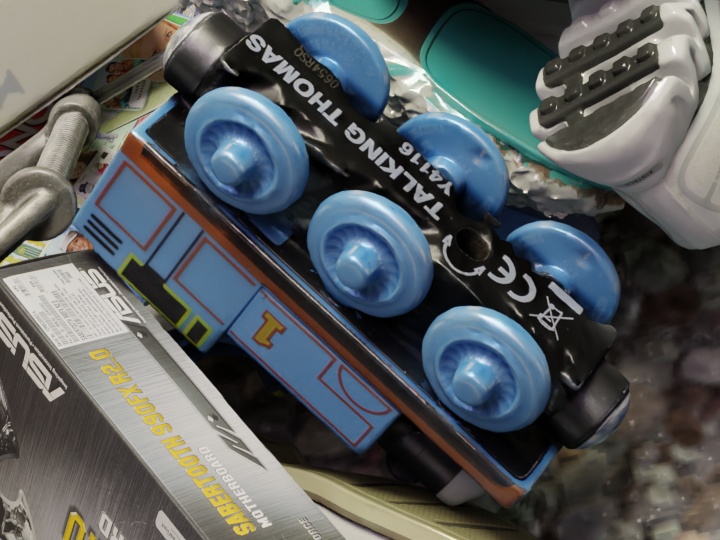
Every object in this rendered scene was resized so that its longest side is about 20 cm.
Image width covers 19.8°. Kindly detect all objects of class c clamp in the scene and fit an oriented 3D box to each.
[{"bbox_3d":[-0.137,-0.031,0.800,0.171,0.027,0.200,-33,16,14],"label":"c clamp"}]

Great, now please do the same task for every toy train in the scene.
[{"bbox_3d":[0.000,0.000,0.713,0.200,0.114,0.087,42,44,2],"label":"toy train"}]

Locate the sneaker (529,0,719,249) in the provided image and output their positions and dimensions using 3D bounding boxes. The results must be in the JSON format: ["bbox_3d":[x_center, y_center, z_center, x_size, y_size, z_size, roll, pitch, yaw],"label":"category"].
[{"bbox_3d":[0.115,-0.092,0.730,0.075,0.081,0.200,-24,36,41],"label":"sneaker"}]

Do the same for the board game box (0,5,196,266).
[{"bbox_3d":[-0.102,-0.059,0.897,0.134,0.029,0.200,20,69,25],"label":"board game box"}]

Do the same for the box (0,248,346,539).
[{"bbox_3d":[-0.077,0.115,0.721,0.048,0.159,0.200,-13,47,-39],"label":"box"}]

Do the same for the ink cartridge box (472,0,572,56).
[{"bbox_3d":[0.060,-0.139,0.839,0.199,0.084,0.145,9,65,11],"label":"ink cartridge box"}]

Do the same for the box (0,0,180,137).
[{"bbox_3d":[-0.180,-0.165,0.888,0.109,0.128,0.200,-36,38,-6],"label":"box"}]

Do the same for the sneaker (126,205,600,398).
[{"bbox_3d":[-0.005,0.008,0.804,0.199,0.074,0.083,-5,76,7],"label":"sneaker"}]

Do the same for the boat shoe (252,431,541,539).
[{"bbox_3d":[-0.014,0.106,0.755,0.200,0.075,0.069,15,90,37],"label":"boat shoe"}]

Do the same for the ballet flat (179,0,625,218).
[{"bbox_3d":[0.012,-0.077,0.761,0.200,0.072,0.072,36,76,5],"label":"ballet flat"}]
